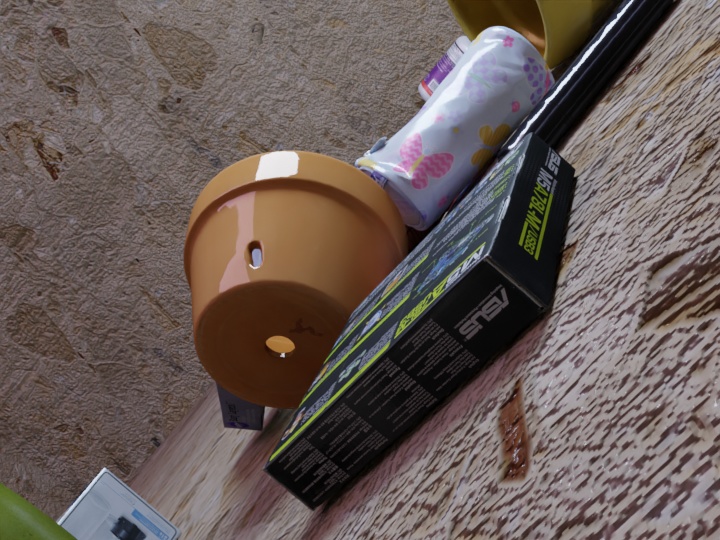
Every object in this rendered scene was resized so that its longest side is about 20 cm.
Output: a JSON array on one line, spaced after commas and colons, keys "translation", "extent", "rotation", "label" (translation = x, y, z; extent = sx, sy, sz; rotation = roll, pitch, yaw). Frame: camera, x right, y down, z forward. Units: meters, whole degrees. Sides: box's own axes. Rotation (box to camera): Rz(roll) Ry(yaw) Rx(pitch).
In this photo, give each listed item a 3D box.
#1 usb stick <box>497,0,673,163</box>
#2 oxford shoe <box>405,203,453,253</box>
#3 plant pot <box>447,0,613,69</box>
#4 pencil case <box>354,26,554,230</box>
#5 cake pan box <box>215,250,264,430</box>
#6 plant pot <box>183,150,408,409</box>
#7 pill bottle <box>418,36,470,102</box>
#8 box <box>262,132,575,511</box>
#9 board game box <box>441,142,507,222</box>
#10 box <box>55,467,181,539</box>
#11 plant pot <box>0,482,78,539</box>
[{"translation": [0.180, -0.154, 0.715], "extent": [0.200, 0.033, 0.055], "rotation": [-51, -2, -4], "label": "usb stick"}, {"translation": [0.038, -0.055, 0.885], "extent": [0.200, 0.074, 0.071], "rotation": [-48, -26, -16], "label": "oxford shoe"}, {"translation": [0.218, -0.351, 1.019], "extent": [0.189, 0.201, 0.201], "rotation": [-35, 2, -12], "label": "plant pot"}, {"translation": [0.086, -0.131, 0.821], "extent": [0.200, 0.091, 0.083], "rotation": [-47, -35, -10], "label": "pencil case"}, {"translation": [-0.119, 0.061, 0.967], "extent": [0.200, 0.052, 0.185], "rotation": [101, 175, -66], "label": "cake pan box"}, {"translation": [-0.061, 0.020, 0.755], "extent": [0.200, 0.200, 0.140], "rotation": [-47, 21, 32], "label": "plant pot"}, {"translation": [0.233, -0.459, 2.066], "extent": [0.200, 0.112, 0.113], "rotation": [-48, 5, 22], "label": "pill bottle"}, {"translation": [0.041, 0.024, 0.545], "extent": [0.200, 0.047, 0.193], "rotation": [-46, 8, 30], "label": "box"}, {"translation": [0.095, -0.049, 0.766], "extent": [0.103, 0.019, 0.200], "rotation": [-44, 7, 40], "label": "board game box"}, {"translation": [-0.288, 0.318, 0.917], "extent": [0.060, 0.117, 0.200], "rotation": [-43, 7, 39], "label": "box"}, {"translation": [-0.308, 0.275, 0.734], "extent": [0.200, 0.193, 0.200], "rotation": [-39, 1, 1], "label": "plant pot"}]
